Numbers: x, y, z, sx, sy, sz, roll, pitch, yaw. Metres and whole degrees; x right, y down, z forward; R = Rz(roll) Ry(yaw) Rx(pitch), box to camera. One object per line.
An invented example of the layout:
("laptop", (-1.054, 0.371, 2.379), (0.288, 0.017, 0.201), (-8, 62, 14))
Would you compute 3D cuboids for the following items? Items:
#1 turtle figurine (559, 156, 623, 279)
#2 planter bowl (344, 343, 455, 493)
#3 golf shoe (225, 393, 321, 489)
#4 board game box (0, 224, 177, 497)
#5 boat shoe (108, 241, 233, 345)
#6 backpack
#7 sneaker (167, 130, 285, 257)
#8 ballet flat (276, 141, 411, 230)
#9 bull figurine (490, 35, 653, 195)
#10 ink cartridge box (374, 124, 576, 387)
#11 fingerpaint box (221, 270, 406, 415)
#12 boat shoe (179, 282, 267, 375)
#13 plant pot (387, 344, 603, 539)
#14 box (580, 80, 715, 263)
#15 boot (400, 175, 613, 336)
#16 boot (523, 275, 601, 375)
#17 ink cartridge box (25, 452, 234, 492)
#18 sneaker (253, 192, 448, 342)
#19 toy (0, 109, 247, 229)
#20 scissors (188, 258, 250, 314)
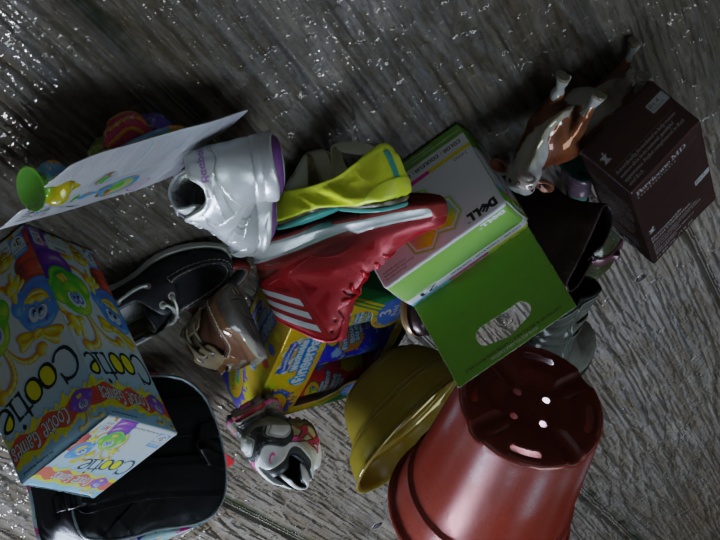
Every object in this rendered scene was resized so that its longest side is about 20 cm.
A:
("turtle figurine", (0.244, -0.044, 1.895), (0.149, 0.101, 0.201), (-21, 145, -28))
("planter bowl", (0.043, 0.139, 1.858), (0.200, 0.083, 0.201), (-40, 162, -15))
("golf shoe", (-0.082, 0.200, 1.843), (0.072, 0.092, 0.200), (-30, 158, 6))
("board game box", (-0.259, 0.079, 1.495), (0.103, 0.201, 0.105), (-37, 153, 16))
("boat shoe", (-0.204, 0.035, 1.617), (0.199, 0.060, 0.074), (-20, 135, -17))
("backpack", (-0.238, 0.194, 1.744), (0.199, 0.179, 0.150), (-6, 165, -36))
("sneaker", (-0.121, -0.067, 1.523), (0.099, 0.075, 0.200), (-8, 159, -10))
("ballet flat", (-0.023, -0.081, 1.580), (0.067, 0.067, 0.200), (-20, -173, -34))
("bull figurine", (0.210, -0.147, 1.682), (0.200, 0.065, 0.122), (-34, 161, -40))
("ink cartridge box", (0.094, -0.014, 1.677), (0.147, 0.201, 0.076), (-35, 153, 11))
("fingerpaint box", (-0.038, 0.066, 1.827), (0.166, 0.074, 0.200), (-13, 149, -30))
("boat shoe", (-0.134, 0.066, 1.678), (0.071, 0.076, 0.200), (-23, 166, -4))
("plant pot", (0.145, 0.190, 1.753), (0.200, 0.201, 0.196), (-14, 145, -27))
("box", (0.289, -0.094, 1.725), (0.100, 0.075, 0.200), (-46, 154, -3))
("boot", (0.141, -0.005, 1.720), (0.072, 0.166, 0.201), (43, 75, -42))
("boot", (0.224, 0.059, 1.862), (0.200, 0.068, 0.131), (-23, 149, -54))
("ink cartridge box", (-0.250, 0.219, 1.893), (0.199, 0.067, 0.116), (-30, 154, 2))
("sneaker", (0.000, 0.000, 1.652), (0.199, 0.116, 0.078), (-14, -171, 20))
("toy", (-0.197, -0.096, 1.406), (0.115, 0.047, 0.200), (-34, 176, 42))
("scissors", (-0.160, 0.049, 1.751), (0.073, 0.014, 0.200), (-17, 152, -29))
